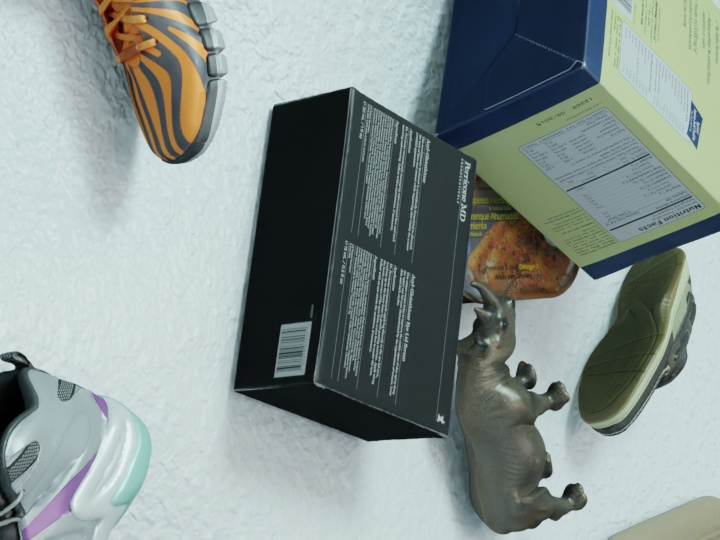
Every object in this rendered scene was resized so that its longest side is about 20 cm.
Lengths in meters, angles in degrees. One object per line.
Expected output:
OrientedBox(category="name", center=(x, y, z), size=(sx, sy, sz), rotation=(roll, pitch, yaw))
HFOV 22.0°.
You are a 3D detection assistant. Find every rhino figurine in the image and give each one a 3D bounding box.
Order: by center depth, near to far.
OrientedBox(category="rhino figurine", center=(0.105, 0.101, 1.347), size=(0.087, 0.060, 0.201), rotation=(-26, 111, -34))

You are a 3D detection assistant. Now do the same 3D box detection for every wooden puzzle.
OrientedBox(category="wooden puzzle", center=(0.272, 0.305, 1.563), size=(0.185, 0.037, 0.201), rotation=(-10, 88, -51))

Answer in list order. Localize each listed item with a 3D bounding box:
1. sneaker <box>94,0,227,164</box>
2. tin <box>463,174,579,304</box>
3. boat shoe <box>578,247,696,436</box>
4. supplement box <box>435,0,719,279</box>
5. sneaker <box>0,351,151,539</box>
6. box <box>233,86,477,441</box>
OrientedBox(category="sneaker", center=(-0.148, -0.160, 1.084), size=(0.112, 0.077, 0.201), rotation=(-1, 75, -47))
OrientedBox(category="tin", center=(0.102, -0.032, 1.395), size=(0.200, 0.042, 0.112), rotation=(-2, 90, -52))
OrientedBox(category="boat shoe", center=(0.238, 0.066, 1.522), size=(0.066, 0.072, 0.201), rotation=(52, 43, -26))
OrientedBox(category="supplement box", center=(0.177, -0.140, 1.383), size=(0.200, 0.134, 0.200), rotation=(39, 44, -33))
OrientedBox(category="sneaker", center=(-0.194, 0.139, 0.980), size=(0.140, 0.078, 0.200), rotation=(38, 47, -40))
OrientedBox(category="box", center=(0.000, 0.000, 1.230), size=(0.141, 0.079, 0.201), rotation=(25, 66, -43))
